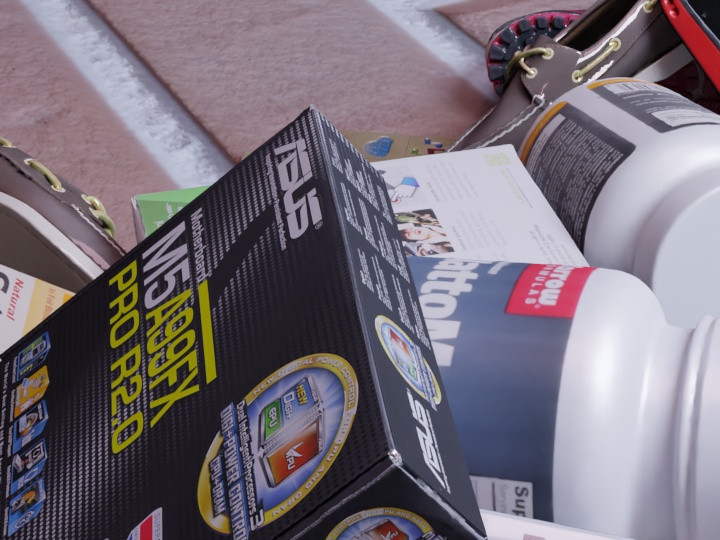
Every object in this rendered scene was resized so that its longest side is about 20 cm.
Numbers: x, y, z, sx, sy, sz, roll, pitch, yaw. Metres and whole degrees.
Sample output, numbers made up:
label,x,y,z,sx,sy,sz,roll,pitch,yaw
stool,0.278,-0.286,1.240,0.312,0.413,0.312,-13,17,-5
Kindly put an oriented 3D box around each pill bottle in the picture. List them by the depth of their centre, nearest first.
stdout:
label,x,y,z,sx,sy,sz,roll,pitch,yaw
pill bottle,0.058,0.056,0.632,0.199,0.120,0.120,4,33,19
pill bottle,0.153,-0.023,0.827,0.116,0.117,0.200,-6,18,-9

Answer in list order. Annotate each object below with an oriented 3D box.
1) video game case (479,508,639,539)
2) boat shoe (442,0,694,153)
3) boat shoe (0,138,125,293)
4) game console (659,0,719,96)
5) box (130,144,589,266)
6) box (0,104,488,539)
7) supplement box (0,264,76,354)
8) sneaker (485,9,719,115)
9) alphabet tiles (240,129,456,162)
label,x,y,z,sx,sy,sz,roll,pitch,yaw
video game case,0.079,0.127,0.592,0.181,0.200,0.023,10,68,13
boat shoe,0.122,-0.115,0.989,0.200,0.060,0.072,-35,19,-10
boat shoe,-0.170,-0.022,0.899,0.059,0.072,0.200,-31,41,-33
game console,0.278,-0.129,1.014,0.177,0.031,0.200,52,48,2
box,0.000,0.000,0.794,0.199,0.036,0.145,-7,35,-12
box,-0.051,0.053,0.537,0.160,0.044,0.200,-38,31,16
supplement box,-0.214,0.042,0.739,0.199,0.074,0.126,22,31,-16
sneaker,0.180,-0.140,1.077,0.199,0.081,0.075,6,18,1
alphabet tiles,0.019,-0.037,0.986,0.199,0.006,0.167,5,35,7
